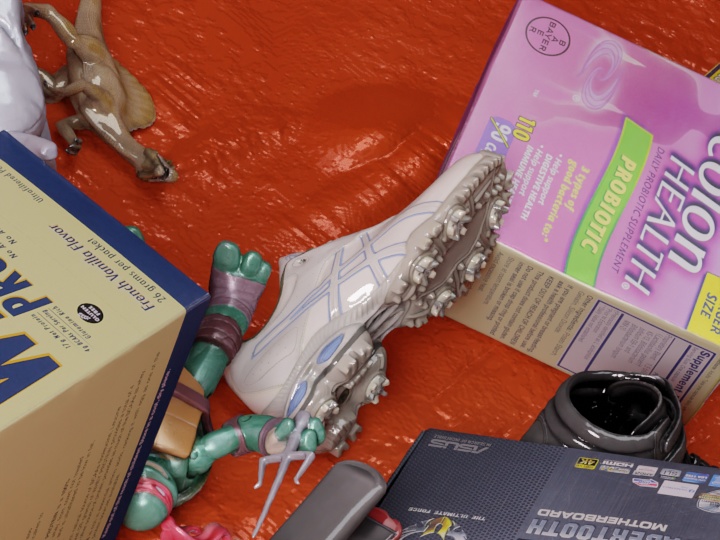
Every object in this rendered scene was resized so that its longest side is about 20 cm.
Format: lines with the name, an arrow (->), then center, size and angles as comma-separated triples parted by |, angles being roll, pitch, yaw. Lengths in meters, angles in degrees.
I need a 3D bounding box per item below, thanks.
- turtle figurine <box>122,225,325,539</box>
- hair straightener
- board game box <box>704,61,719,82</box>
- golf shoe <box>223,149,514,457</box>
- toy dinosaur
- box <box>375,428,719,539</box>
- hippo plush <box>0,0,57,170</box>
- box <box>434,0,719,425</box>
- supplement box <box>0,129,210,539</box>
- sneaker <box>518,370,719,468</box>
turtle figurine -> -0.101, 0.064, 1.308 | 0.149, 0.101, 0.201 | 22, 37, -17
hair straightener -> -0.062, 0.155, 1.213 | 0.200, 0.077, 0.041 | -38, 46, -24
board game box -> 0.273, -0.056, 1.692 | 0.165, 0.057, 0.200 | 35, 39, 15
golf shoe -> 0.000, 0.000, 1.402 | 0.097, 0.078, 0.200 | 32, 72, 28
toy dinosaur -> -0.167, -0.122, 1.540 | 0.101, 0.058, 0.201 | 14, 45, -39
box -> 0.097, 0.152, 1.290 | 0.199, 0.051, 0.158 | 6, 33, 23
hippo plush -> -0.253, -0.086, 1.395 | 0.160, 0.160, 0.201 | -12, 60, -7
box -> 0.145, -0.037, 1.522 | 0.199, 0.097, 0.177 | 26, 58, 0
supplement box -> -0.202, 0.080, 1.151 | 0.134, 0.201, 0.200 | 37, 40, 17
sneaker -> 0.175, 0.112, 1.406 | 0.199, 0.100, 0.071 | 11, 38, -20
